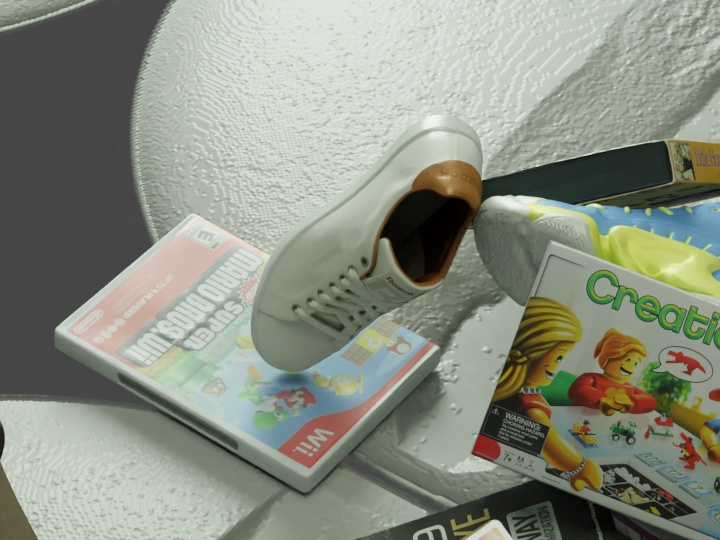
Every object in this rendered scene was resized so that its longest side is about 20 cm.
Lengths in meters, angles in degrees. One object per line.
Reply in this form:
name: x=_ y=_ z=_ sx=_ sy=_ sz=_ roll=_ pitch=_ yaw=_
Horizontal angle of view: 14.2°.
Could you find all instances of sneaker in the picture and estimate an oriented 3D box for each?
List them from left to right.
sneaker: x=0.000 y=0.000 z=1.707 sx=0.073 sy=0.200 sz=0.085 roll=27 pitch=31 yaw=-23
sneaker: x=0.168 y=-0.004 z=1.678 sx=0.199 sy=0.076 sz=0.105 roll=27 pitch=42 yaw=22

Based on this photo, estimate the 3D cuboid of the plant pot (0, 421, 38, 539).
plant pot: x=-0.240 y=0.179 z=1.546 sx=0.200 sy=0.201 sz=0.175 roll=-32 pitch=70 yaw=-32

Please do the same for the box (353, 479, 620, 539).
box: x=0.082 y=0.213 z=1.581 sx=0.157 sy=0.050 sz=0.201 roll=-18 pitch=45 yaw=4

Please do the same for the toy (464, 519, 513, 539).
toy: x=0.023 y=0.228 z=1.493 sx=0.200 sy=0.047 sz=0.115 roll=-35 pitch=72 yaw=-7

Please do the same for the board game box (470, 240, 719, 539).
board game box: x=0.175 y=0.078 z=1.584 sx=0.199 sy=0.127 sz=0.035 roll=20 pitch=0 yaw=9

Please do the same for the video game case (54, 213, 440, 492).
video game case: x=-0.071 y=0.048 z=1.800 sx=0.199 sy=0.018 sz=0.143 roll=28 pitch=48 yaw=23

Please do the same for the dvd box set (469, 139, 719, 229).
dvd box set: x=0.156 y=-0.052 z=1.790 sx=0.146 sy=0.030 sz=0.200 roll=-12 pitch=-4 yaw=24

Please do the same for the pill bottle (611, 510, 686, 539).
pill bottle: x=0.195 y=0.112 z=1.680 sx=0.200 sy=0.115 sz=0.114 roll=33 pitch=50 yaw=27
